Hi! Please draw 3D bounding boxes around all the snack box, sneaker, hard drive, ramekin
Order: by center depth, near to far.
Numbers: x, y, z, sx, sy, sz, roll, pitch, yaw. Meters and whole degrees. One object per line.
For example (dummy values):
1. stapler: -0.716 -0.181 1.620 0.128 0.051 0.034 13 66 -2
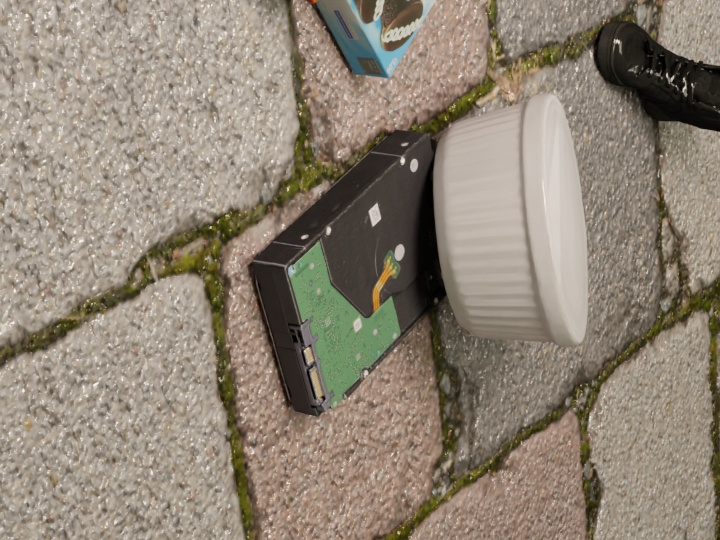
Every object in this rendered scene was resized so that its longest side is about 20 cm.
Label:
1. snack box: 0.031 -0.258 1.591 0.200 0.037 0.116 -61 141 -27
2. hard drive: 0.000 0.000 1.607 0.200 0.038 0.140 -46 132 -41
3. ramekin: 0.120 -0.036 1.671 0.202 0.094 0.203 -5 90 -77
4. sneaker: 0.303 -0.174 1.940 0.200 0.104 0.060 34 71 -53

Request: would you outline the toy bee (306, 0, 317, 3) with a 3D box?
1. toy bee: -0.056 -0.276 1.421 0.131 0.109 0.200 -30 153 -33
